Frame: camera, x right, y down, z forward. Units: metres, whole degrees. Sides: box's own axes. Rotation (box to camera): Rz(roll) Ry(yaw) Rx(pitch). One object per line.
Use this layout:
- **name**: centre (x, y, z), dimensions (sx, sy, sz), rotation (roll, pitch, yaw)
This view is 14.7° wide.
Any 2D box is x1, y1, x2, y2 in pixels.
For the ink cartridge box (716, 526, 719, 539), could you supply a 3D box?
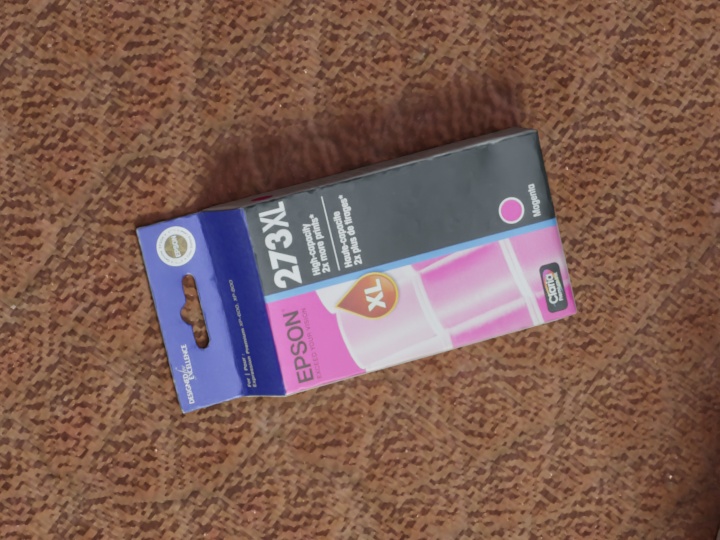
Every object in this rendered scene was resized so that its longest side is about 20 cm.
- **ink cartridge box**: centre (0.208, 0.165, 1.350), dimensions (0.050, 0.162, 0.200), rotation (18, 91, -9)

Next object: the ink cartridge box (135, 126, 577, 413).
- **ink cartridge box**: centre (0.000, 0.000, 1.347), dimensions (0.200, 0.037, 0.095), rotation (-15, 98, -12)
